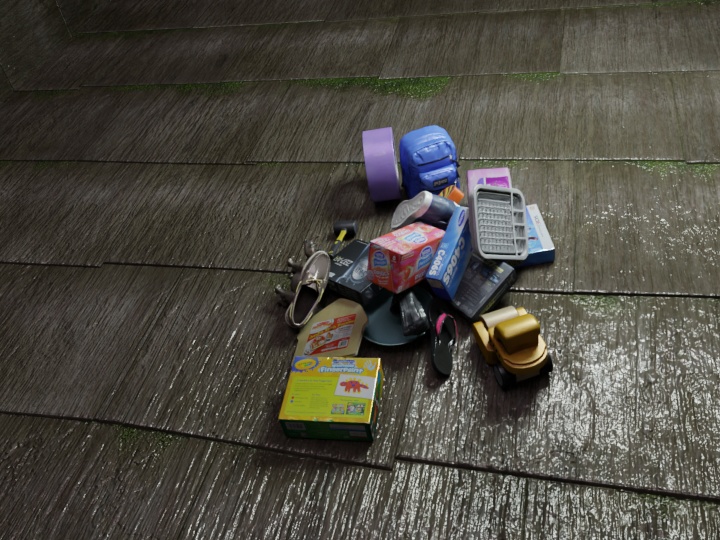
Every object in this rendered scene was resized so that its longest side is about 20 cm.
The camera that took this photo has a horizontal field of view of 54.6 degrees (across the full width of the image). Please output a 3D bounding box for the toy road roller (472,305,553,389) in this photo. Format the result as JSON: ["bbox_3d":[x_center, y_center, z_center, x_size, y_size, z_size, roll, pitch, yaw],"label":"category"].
[{"bbox_3d":[0.326,0.138,1.493,0.121,0.147,0.201,-17,43,-5],"label":"toy road roller"}]

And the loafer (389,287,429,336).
[{"bbox_3d":[0.098,0.074,1.621,0.069,0.069,0.202,-21,41,-1],"label":"loafer"}]

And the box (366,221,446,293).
[{"bbox_3d":[0.110,-0.033,1.618,0.095,0.101,0.199,23,30,33],"label":"box"}]

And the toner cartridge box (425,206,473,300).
[{"bbox_3d":[0.221,-0.041,1.637,0.043,0.095,0.202,12,65,32],"label":"toner cartridge box"}]

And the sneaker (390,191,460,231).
[{"bbox_3d":[0.177,-0.125,1.755,0.145,0.200,0.082,22,68,-19],"label":"sneaker"}]

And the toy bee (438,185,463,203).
[{"bbox_3d":[0.183,-0.144,1.854,0.199,0.132,0.109,-35,21,-7],"label":"toy bee"}]

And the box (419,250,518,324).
[{"bbox_3d":[0.253,0.018,1.676,0.158,0.051,0.199,-48,51,-7],"label":"box"}]

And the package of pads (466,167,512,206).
[{"bbox_3d":[0.339,-0.188,1.820,0.118,0.076,0.201,-5,40,10],"label":"package of pads"}]

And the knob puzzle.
[{"bbox_3d":[-0.062,0.146,1.650,0.217,0.031,0.221,-23,33,16],"label":"knob puzzle"}]

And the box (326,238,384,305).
[{"bbox_3d":[0.000,0.000,1.763,0.160,0.044,0.199,-38,35,-24],"label":"box"}]

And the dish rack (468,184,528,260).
[{"bbox_3d":[0.321,-0.110,1.649,0.198,0.175,0.043,1,-6,-43],"label":"dish rack"}]

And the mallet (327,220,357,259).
[{"bbox_3d":[-0.048,-0.081,1.857,0.065,0.042,0.201,-6,26,9],"label":"mallet"}]

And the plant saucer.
[{"bbox_3d":[0.083,0.111,1.664,0.197,0.036,0.202,-7,43,6],"label":"plant saucer"}]

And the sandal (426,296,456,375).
[{"bbox_3d":[0.191,0.143,1.574,0.074,0.045,0.202,25,44,-25],"label":"sandal"}]

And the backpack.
[{"bbox_3d":[0.200,-0.287,1.927,0.160,0.202,0.169,-20,43,-8],"label":"backpack"}]

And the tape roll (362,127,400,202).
[{"bbox_3d":[0.061,-0.299,1.974,0.084,0.202,0.202,-7,43,5],"label":"tape roll"}]

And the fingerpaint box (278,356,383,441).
[{"bbox_3d":[-0.059,0.274,1.502,0.197,0.074,0.168,-1,45,12],"label":"fingerpaint box"}]

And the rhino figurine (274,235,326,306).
[{"bbox_3d":[-0.143,0.004,1.765,0.087,0.060,0.202,21,83,27],"label":"rhino figurine"}]

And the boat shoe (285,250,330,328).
[{"bbox_3d":[-0.122,0.046,1.700,0.202,0.071,0.059,-64,14,-9],"label":"boat shoe"}]

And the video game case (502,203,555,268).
[{"bbox_3d":[0.377,-0.083,1.785,0.197,0.046,0.183,-10,42,4],"label":"video game case"}]
